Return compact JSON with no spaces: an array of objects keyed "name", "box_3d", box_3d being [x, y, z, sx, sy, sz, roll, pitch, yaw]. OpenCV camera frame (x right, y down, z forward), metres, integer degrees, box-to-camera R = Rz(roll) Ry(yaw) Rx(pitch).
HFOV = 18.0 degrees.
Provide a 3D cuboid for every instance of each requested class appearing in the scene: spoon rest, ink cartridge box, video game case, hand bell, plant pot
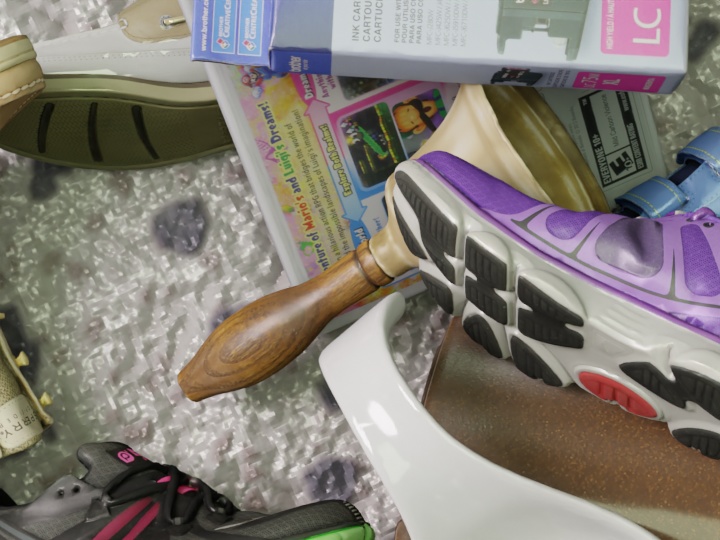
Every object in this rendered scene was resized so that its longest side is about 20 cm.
[{"name":"spoon rest","box_3d":[0.052,0.100,0.858,0.099,0.061,0.200,-41,82,16]},{"name":"ink cartridge box","box_3d":[0.033,-0.137,0.915,0.200,0.042,0.120,3,81,1]},{"name":"video game case","box_3d":[0.030,-0.085,1.000,0.182,0.024,0.200,-23,125,-4]},{"name":"hand bell","box_3d":[0.000,0.000,0.988,0.200,0.104,0.104,-34,83,18]},{"name":"plant pot","box_3d":[0.121,0.108,0.960,0.198,0.200,0.201,12,82,9]}]

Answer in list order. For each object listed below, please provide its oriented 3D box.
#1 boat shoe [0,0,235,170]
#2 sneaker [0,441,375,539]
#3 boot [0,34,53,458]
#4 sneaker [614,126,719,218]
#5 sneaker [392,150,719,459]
[{"name":"boat shoe","box_3d":[-0.082,-0.093,1.040,0.200,0.075,0.069,-2,65,-7]},{"name":"sneaker","box_3d":[-0.093,0.113,0.991,0.200,0.077,0.084,-5,72,14]},{"name":"boot","box_3d":[-0.174,0.004,0.982,0.200,0.073,0.156,-35,84,34]},{"name":"sneaker","box_3d":[0.158,-0.028,1.023,0.200,0.074,0.082,-14,102,-11]},{"name":"sneaker","box_3d":[0.104,0.005,0.887,0.200,0.081,0.083,28,63,16]}]
